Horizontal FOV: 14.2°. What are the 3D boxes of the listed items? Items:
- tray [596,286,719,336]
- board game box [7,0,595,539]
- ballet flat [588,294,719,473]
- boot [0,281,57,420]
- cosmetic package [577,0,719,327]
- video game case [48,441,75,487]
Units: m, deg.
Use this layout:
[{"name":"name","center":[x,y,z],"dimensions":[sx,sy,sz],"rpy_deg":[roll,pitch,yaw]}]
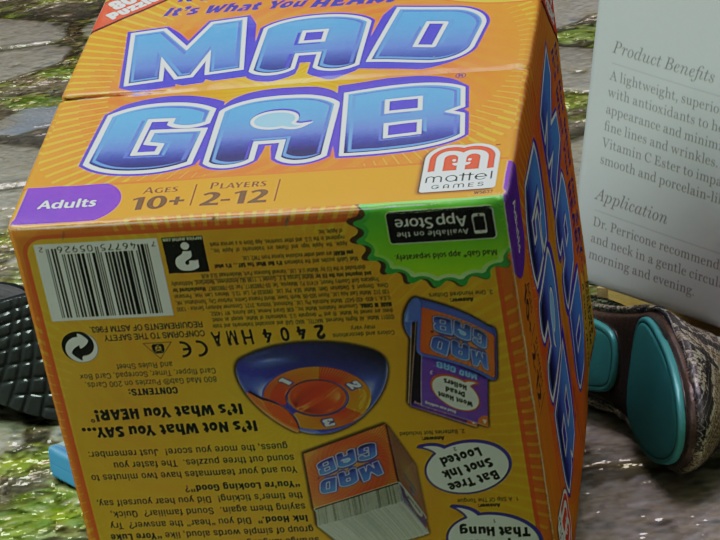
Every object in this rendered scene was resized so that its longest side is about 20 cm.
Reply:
[{"name":"tray","center":[0.213,-0.003,1.528],"dimensions":[0.098,0.037,0.200],"rpy_deg":[3,19,31]},{"name":"board game box","center":[-0.014,0.006,1.232],"dimensions":[0.199,0.200,0.200],"rpy_deg":[-3,32,11]},{"name":"ballet flat","center":[0.144,0.046,1.356],"dimensions":[0.075,0.068,0.200],"rpy_deg":[0,11,-19]},{"name":"boot","center":[-0.183,0.032,1.522],"dimensions":[0.199,0.070,0.132],"rpy_deg":[-1,12,5]},{"name":"cosmetic package","center":[0.219,-0.082,1.372],"dimensions":[0.165,0.200,0.165],"rpy_deg":[21,24,39]},{"name":"video game case","center":[-0.029,0.080,1.382],"dimensions":[0.200,0.018,0.143],"rpy_deg":[-17,20,-30]}]
